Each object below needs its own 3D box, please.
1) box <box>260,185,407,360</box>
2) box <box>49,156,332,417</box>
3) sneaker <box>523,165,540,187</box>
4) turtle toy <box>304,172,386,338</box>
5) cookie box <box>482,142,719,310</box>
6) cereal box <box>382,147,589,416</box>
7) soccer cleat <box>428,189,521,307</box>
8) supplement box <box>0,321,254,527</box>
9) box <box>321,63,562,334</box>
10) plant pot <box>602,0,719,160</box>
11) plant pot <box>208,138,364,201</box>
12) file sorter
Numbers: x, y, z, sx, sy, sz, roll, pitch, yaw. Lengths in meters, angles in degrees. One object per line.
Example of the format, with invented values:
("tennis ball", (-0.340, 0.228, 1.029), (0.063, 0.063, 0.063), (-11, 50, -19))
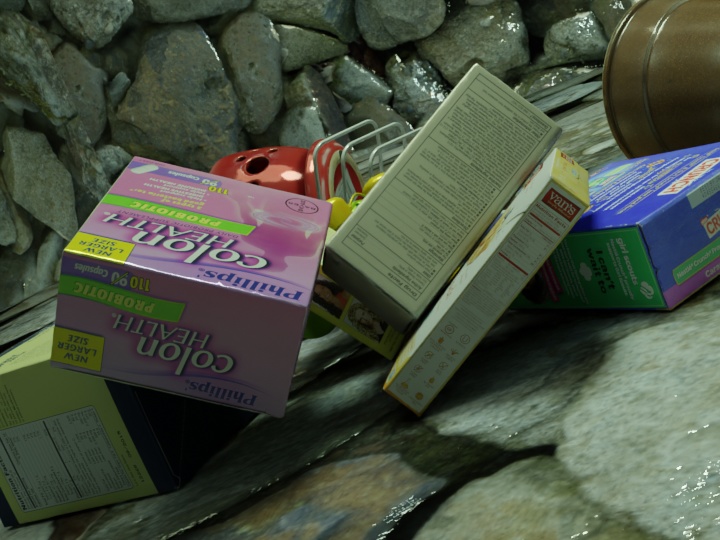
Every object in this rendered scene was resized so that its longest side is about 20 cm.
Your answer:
("box", (-0.034, -0.001, 1.018), (0.050, 0.199, 0.075), (-64, -10, 27))
("box", (-0.123, 0.005, 0.866), (0.175, 0.097, 0.200), (13, 26, -2))
("sneaker", (0.153, -0.090, 1.250), (0.099, 0.078, 0.200), (-35, -38, 19))
("turtle toy", (0.000, 0.000, 1.124), (0.200, 0.146, 0.101), (-30, -9, -40))
("cookie box", (0.229, -0.036, 0.922), (0.171, 0.076, 0.200), (-30, 11, -26))
("cereal box", (0.098, 0.004, 0.840), (0.200, 0.039, 0.144), (-54, 0, 17))
("soccer cleat", (0.071, -0.026, 0.978), (0.069, 0.078, 0.200), (32, 43, 33))
("supplement box", (-0.215, 0.106, 0.987), (0.199, 0.135, 0.200), (-17, 12, 27))
("box", (0.064, -0.056, 0.897), (0.200, 0.095, 0.078), (-50, -5, -14))
("plant pot", (0.385, -0.193, 1.122), (0.200, 0.201, 0.198), (-27, 18, -26))
("plant pot", (-0.093, -0.078, 1.555), (0.181, 0.202, 0.200), (-9, 14, 21))
("file sorter", (0.055, -0.109, 1.392), (0.199, 0.125, 0.139), (14, 32, 40))
